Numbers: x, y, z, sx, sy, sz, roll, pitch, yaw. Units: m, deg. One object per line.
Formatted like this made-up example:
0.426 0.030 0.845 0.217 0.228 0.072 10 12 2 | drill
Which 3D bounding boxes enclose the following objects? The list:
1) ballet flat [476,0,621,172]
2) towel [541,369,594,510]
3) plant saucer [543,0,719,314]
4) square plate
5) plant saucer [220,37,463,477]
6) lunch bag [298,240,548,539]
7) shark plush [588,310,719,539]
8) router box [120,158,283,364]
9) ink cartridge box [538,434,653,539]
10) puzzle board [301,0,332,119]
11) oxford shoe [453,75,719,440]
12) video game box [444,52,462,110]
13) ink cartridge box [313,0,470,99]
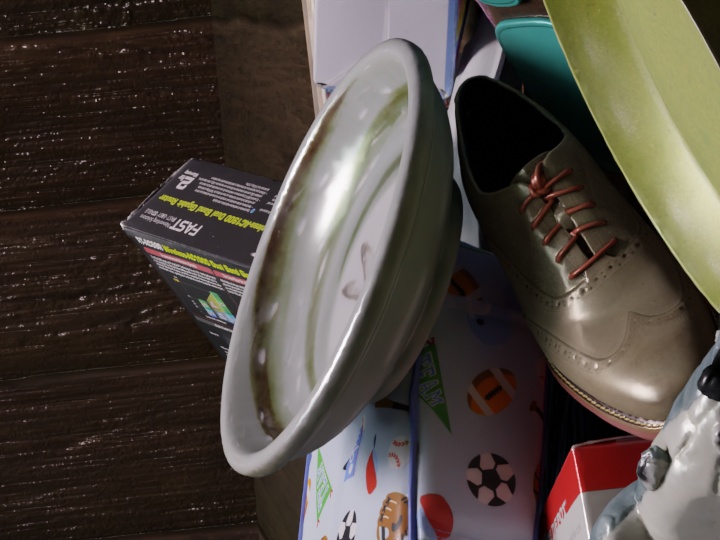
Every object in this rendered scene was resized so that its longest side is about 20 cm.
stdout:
0.076 -0.126 1.155 0.200 0.071 0.069 44 158 -31 | ballet flat
0.090 0.075 1.363 0.112 0.048 0.201 -92 2 -64 | towel
0.116 -0.064 0.970 0.201 0.031 0.200 61 173 14 | plant saucer
0.059 -0.026 1.402 0.198 0.028 0.201 -73 -15 -58 | square plate
0.000 0.000 1.198 0.200 0.050 0.201 -160 90 -74 | plant saucer
0.024 0.088 1.253 0.160 0.075 0.201 137 145 -59 | lunch bag
0.120 0.048 0.968 0.200 0.090 0.084 70 -152 -55 | shark plush
-0.030 0.022 1.527 0.150 0.062 0.200 54 161 -27 | router box
0.120 0.143 1.150 0.116 0.067 0.201 103 161 -67 | ink cartridge box
-0.005 -0.175 1.502 0.151 0.017 0.201 -50 -43 -66 | puzzle board
0.086 -0.007 1.131 0.075 0.070 0.200 53 180 -43 | oxford shoe
0.048 -0.005 1.646 0.200 0.047 0.183 105 156 -67 | video game box
0.028 -0.205 1.413 0.137 0.076 0.201 92 -174 -46 | ink cartridge box
